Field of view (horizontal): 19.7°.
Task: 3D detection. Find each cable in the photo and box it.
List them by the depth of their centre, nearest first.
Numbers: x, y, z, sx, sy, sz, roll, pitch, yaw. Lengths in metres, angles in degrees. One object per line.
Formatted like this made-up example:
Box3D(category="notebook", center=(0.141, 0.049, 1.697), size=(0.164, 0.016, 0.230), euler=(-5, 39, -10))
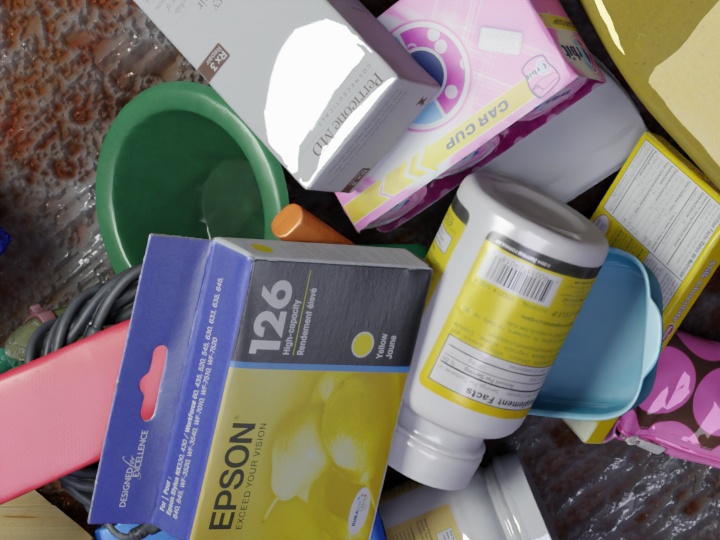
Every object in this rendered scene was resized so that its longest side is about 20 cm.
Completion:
Box3D(category="cable", center=(-0.127, 0.073, 1.379), size=(0.199, 0.051, 0.164), euler=(-36, 96, -1))

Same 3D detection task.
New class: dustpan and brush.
Box3D(category="dustpan and brush", center=(0.102, -0.142, 1.450), size=(0.139, 0.057, 0.201), euler=(-32, 114, -5))

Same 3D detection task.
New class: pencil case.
Box3D(category="pencil case", center=(0.272, 0.108, 1.515), size=(0.199, 0.094, 0.091), euler=(16, 145, -6))

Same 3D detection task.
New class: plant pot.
Box3D(category="plant pot", center=(0.242, -0.184, 1.373), size=(0.200, 0.194, 0.196), euler=(40, 102, -8))

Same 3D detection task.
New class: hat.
Box3D(category="hat", center=(-0.071, -0.044, 1.481), size=(0.165, 0.176, 0.202), euler=(-4, 98, 33))

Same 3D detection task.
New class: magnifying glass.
Box3D(category="magnifying glass", center=(0.000, 0.000, 1.404), size=(0.080, 0.022, 0.200), euler=(-44, 145, 8))

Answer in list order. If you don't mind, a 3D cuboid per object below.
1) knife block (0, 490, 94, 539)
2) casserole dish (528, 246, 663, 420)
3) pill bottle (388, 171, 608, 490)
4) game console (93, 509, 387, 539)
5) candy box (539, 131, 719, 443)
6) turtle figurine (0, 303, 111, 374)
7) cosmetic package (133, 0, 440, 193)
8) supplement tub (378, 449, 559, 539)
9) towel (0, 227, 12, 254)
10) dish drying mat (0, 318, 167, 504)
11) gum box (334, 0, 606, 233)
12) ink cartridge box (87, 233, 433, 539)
Box3D(category="knife block", center=(-0.296, 0.220, 1.478), size=(0.175, 0.200, 0.064), euler=(-22, 115, -27))
Box3D(category="casserole dish", center=(0.138, 0.042, 1.456), size=(0.039, 0.199, 0.122), euler=(7, 87, -48))
Box3D(category="pill bottle", center=(0.079, 0.044, 1.410), size=(0.111, 0.111, 0.201), euler=(23, 107, -10))
Box3D(category="game console", center=(-0.086, 0.171, 1.479), size=(0.199, 0.171, 0.119), euler=(-13, 116, 1))
Box3D(category="candy box", center=(0.185, 0.013, 1.461), size=(0.026, 0.102, 0.201), euler=(8, 120, -47))
Box3D(category="turtle figurine", center=(-0.215, 0.073, 1.449), size=(0.199, 0.149, 0.101), euler=(-15, 104, -25))
Box3D(category="cosmetic package", center=(-0.053, -0.155, 1.369), size=(0.200, 0.074, 0.102), euler=(47, 109, 19))
Box3D(category="supplement tub", center=(0.048, 0.226, 1.512), size=(0.199, 0.146, 0.146), euler=(-23, 108, 5))
Box3D(category="towel", center=(-0.350, -0.004, 1.445), size=(0.200, 0.050, 0.148), euler=(-44, 80, 13))
Box3D(category="dish drying mat", center=(-0.193, 0.092, 1.342), size=(0.199, 0.018, 0.077), euler=(-24, 95, -2))
Box3D(category="gum box", center=(0.049, -0.121, 1.397), size=(0.199, 0.066, 0.114), euler=(-34, 78, 23))
Box3D(category="ink cartridge box", center=(-0.061, 0.080, 1.330), size=(0.199, 0.047, 0.199), euler=(2, 109, -37))
